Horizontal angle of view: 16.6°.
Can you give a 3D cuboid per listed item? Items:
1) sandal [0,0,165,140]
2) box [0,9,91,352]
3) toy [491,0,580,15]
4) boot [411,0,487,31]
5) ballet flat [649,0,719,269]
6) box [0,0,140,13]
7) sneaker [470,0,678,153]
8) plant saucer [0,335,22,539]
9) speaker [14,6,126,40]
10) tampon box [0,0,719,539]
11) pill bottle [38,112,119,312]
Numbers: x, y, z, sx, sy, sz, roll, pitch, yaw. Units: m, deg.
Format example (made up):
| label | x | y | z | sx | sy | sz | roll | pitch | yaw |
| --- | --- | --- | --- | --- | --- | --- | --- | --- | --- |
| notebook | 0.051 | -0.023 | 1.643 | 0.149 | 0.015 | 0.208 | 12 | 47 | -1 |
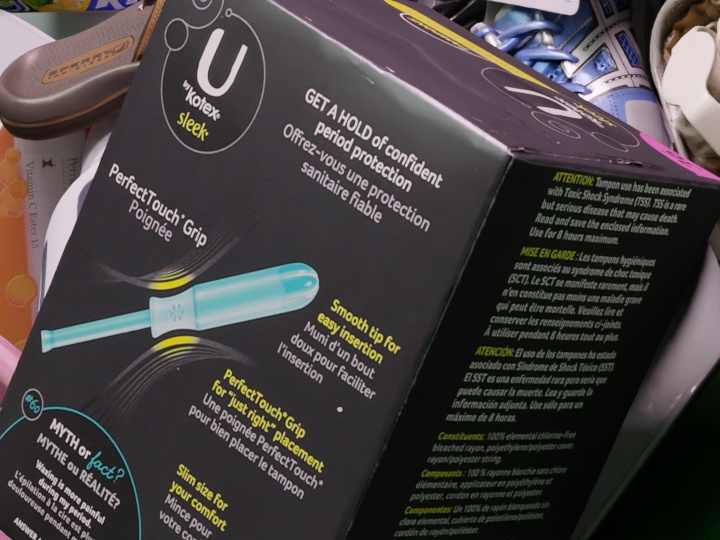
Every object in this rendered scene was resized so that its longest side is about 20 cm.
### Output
| label | x | y | z | sx | sy | sz | roll | pitch | yaw |
| --- | --- | --- | --- | --- | --- | --- | --- | --- | --- |
| sandal | -0.071 | -0.116 | 1.031 | 0.199 | 0.055 | 0.082 | -19 | 27 | 17 |
| box | -0.165 | 0.000 | 1.150 | 0.201 | 0.124 | 0.097 | -56 | 30 | -2 |
| toy | 0.036 | -0.199 | 0.882 | 0.115 | 0.047 | 0.202 | 19 | 105 | 50 |
| boot | 0.045 | -0.164 | 1.082 | 0.165 | 0.066 | 0.200 | -47 | 26 | 10 |
| ballet flat | 0.131 | -0.025 | 0.807 | 0.067 | 0.064 | 0.201 | -41 | 33 | 23 |
| box | -0.120 | -0.163 | 1.143 | 0.199 | 0.064 | 0.071 | 2 | 74 | 33 |
| sneaker | 0.074 | -0.059 | 0.912 | 0.076 | 0.077 | 0.201 | -36 | 36 | 26 |
| plant saucer | -0.201 | 0.105 | 1.052 | 0.201 | 0.200 | 0.051 | -46 | 0 | 14 |
| speaker | -0.128 | -0.126 | 1.266 | 0.200 | 0.081 | 0.082 | 12 | 70 | 58 |
| tampon box | -0.006 | 0.024 | 0.792 | 0.150 | 0.126 | 0.201 | 35 | 109 | 35 |
| pill bottle | -0.072 | 0.017 | 1.002 | 0.119 | 0.119 | 0.201 | -38 | 34 | 27 |
